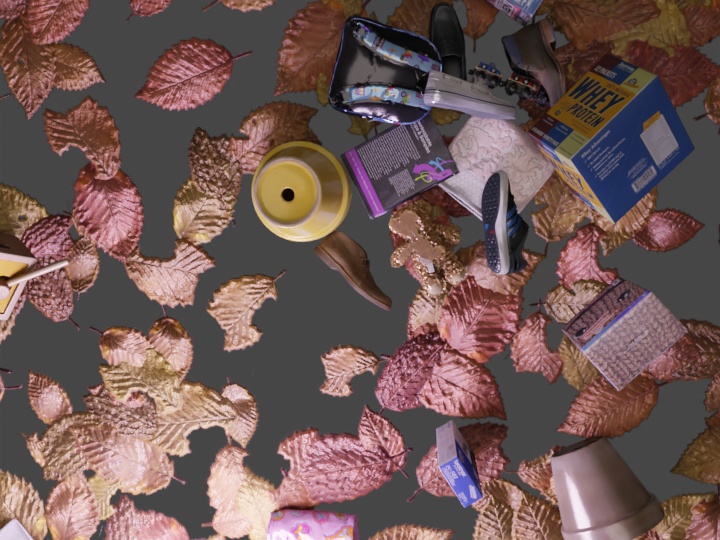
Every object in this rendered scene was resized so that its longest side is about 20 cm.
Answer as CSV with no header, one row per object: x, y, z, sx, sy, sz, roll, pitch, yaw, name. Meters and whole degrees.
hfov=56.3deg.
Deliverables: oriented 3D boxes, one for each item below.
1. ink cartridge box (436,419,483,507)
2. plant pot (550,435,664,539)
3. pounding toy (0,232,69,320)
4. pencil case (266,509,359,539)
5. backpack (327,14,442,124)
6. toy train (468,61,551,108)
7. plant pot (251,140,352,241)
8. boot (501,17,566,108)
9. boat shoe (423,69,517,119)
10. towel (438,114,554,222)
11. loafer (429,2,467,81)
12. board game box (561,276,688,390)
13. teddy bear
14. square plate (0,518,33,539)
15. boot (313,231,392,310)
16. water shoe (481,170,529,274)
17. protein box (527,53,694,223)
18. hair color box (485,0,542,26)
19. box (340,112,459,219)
0.193,0.376,1.330,0.044,0.200,0.094,-32,93,8,ink cartridge box
0.467,0.431,1.332,0.199,0.200,0.175,-24,77,8,plant pot
-0.758,0.007,1.393,0.142,0.200,0.185,36,100,29,pounding toy
-0.102,0.561,1.443,0.198,0.087,0.088,-1,97,6,pencil case
0.048,-0.372,1.285,0.198,0.135,0.184,13,99,-4,backpack
0.307,-0.363,1.312,0.199,0.034,0.046,19,84,0,toy train
-0.124,-0.151,1.302,0.199,0.189,0.203,1,98,6,plant pot
0.333,-0.375,1.281,0.096,0.075,0.202,-12,74,12,boot
0.211,-0.327,1.248,0.199,0.073,0.067,5,96,-29,boat shoe
0.263,-0.204,1.338,0.199,0.032,0.192,37,99,-1,towel
0.173,-0.418,1.300,0.068,0.070,0.202,-8,96,6,loafer
0.488,0.112,1.270,0.159,0.200,0.097,-44,91,8,board game box
0.134,-0.044,1.361,0.200,0.067,0.145,41,108,-7,teddy bear
-0.793,0.698,1.550,0.198,0.028,0.200,-40,92,8,square plate
0.000,0.000,1.372,0.200,0.074,0.076,43,89,1,boot
0.285,-0.094,1.314,0.078,0.071,0.202,-4,98,-23,water shoe
0.454,-0.236,1.219,0.199,0.135,0.200,-45,127,8,protein box
0.249,-0.546,1.263,0.199,0.100,0.061,35,100,1,hair color box
0.078,-0.211,1.336,0.199,0.036,0.144,-27,84,14,box
